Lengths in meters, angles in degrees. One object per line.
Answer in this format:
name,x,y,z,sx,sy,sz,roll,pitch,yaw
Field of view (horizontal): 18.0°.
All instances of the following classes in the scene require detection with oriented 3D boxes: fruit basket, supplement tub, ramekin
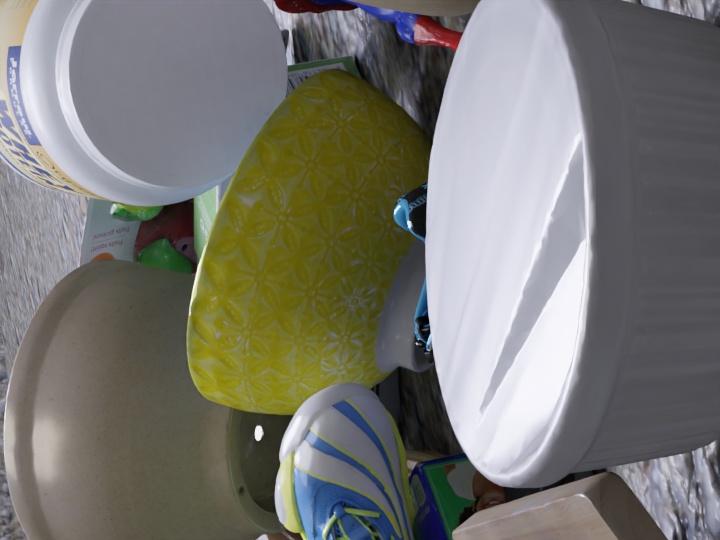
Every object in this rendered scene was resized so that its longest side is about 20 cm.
fruit basket,-0.113,-0.054,1.507,0.094,0.185,0.200,19,112,34
supplement tub,-0.132,-0.110,1.274,0.200,0.144,0.145,-170,69,-67
ramekin,0.098,-0.014,0.905,0.202,0.094,0.203,-178,90,-75

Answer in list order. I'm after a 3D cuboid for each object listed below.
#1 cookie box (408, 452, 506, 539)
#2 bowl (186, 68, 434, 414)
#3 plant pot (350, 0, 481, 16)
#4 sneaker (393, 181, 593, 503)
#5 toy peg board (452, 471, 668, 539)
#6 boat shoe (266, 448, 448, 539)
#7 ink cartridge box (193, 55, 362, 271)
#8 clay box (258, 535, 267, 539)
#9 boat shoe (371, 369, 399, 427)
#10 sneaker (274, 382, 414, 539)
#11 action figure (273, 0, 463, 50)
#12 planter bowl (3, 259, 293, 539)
cookie box,0.076,0.220,1.243,0.171,0.075,0.200,110,144,-59
bowl,0.000,0.000,1.251,0.108,0.200,0.200,23,137,19
plant pot,0.027,-0.189,0.976,0.134,0.200,0.200,46,178,-25
sneaker,0.065,0.044,1.144,0.073,0.082,0.200,-159,58,-70
toy peg board,0.100,0.203,0.973,0.199,0.098,0.200,53,162,1
boat shoe,0.013,0.141,1.420,0.200,0.064,0.071,-18,94,54
ink cartridge box,-0.050,-0.037,1.450,0.200,0.104,0.059,95,158,-45
clay box,-0.063,0.114,1.710,0.115,0.048,0.200,156,103,-74
boat shoe,-0.010,0.052,1.458,0.069,0.057,0.200,-118,23,-45
sneaker,0.013,0.157,1.185,0.105,0.076,0.200,37,142,47
action figure,0.023,-0.160,1.207,0.200,0.099,0.065,21,121,46
planter bowl,-0.103,0.096,1.385,0.135,0.200,0.201,3,110,29
